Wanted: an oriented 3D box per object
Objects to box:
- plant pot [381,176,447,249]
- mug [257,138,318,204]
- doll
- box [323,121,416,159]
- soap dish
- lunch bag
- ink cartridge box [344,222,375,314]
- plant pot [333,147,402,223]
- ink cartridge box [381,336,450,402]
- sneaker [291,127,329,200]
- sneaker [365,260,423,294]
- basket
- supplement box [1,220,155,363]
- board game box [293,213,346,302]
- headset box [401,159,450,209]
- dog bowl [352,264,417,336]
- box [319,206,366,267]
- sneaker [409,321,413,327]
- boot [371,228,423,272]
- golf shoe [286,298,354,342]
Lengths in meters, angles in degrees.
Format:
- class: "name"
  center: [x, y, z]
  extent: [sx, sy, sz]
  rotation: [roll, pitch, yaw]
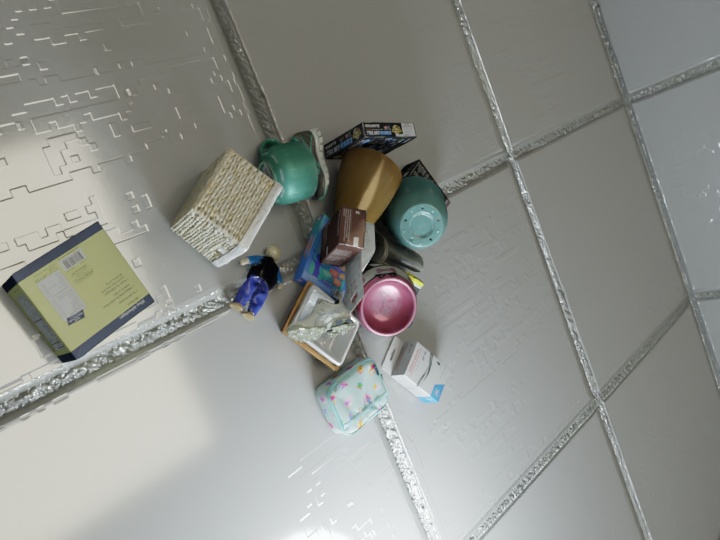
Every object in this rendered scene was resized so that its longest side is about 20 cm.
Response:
- class: "plant pot"
  center: [0.166, -0.156, 1.818]
  extent: [0.196, 0.161, 0.205]
  rotation: [-1, 111, -4]
- class: "mug"
  center: [-0.208, -0.254, 1.630]
  extent: [0.113, 0.183, 0.155]
  rotation: [-21, 118, -35]
- class: "doll"
  center: [-0.258, 0.019, 1.588]
  extent: [0.136, 0.048, 0.202]
  rotation: [41, 60, -26]
- class: "box"
  center: [0.026, -0.369, 1.787]
  extent: [0.195, 0.198, 0.051]
  rotation: [-7, 84, -37]
- class: "soap dish"
  center: [-0.109, 0.150, 1.659]
  extent: [0.199, 0.081, 0.159]
  rotation: [40, 60, -26]
- class: "lunch bag"
  center: [-0.013, 0.342, 1.700]
  extent: [0.198, 0.076, 0.163]
  rotation: [-30, 100, -38]
- class: "ink cartridge box"
  center: [0.000, 0.000, 1.643]
  extent: [0.046, 0.160, 0.204]
  rotation: [3, 66, -16]
- class: "plant pot"
  center: [0.001, -0.203, 1.739]
  extent: [0.185, 0.185, 0.203]
  rotation: [36, 59, -27]
- class: "ink cartridge box"
  center: [0.167, 0.293, 1.857]
  extent: [0.199, 0.066, 0.117]
  rotation: [40, 60, -25]
- class: "sneaker"
  center: [-0.144, -0.293, 1.733]
  extent: [0.089, 0.077, 0.205]
  rotation: [-9, 83, -22]
- class: "sneaker"
  center: [0.094, 0.033, 1.844]
  extent: [0.197, 0.074, 0.086]
  rotation: [23, 96, -18]
- class: "basket"
  center: [-0.322, -0.144, 1.478]
  extent: [0.160, 0.197, 0.203]
  rotation: [35, 62, -22]
- class: "supplement box"
  center: [-0.575, 0.047, 1.280]
  extent: [0.200, 0.133, 0.202]
  rotation: [-42, 107, -35]
- class: "board game box"
  center: [-0.086, -0.030, 1.733]
  extent: [0.151, 0.045, 0.203]
  rotation: [33, 63, -28]
- class: "headset box"
  center: [0.186, -0.219, 1.963]
  extent: [0.201, 0.074, 0.150]
  rotation: [49, 57, -20]
- class: "dog bowl"
  center: [0.071, 0.092, 1.741]
  extent: [0.195, 0.074, 0.205]
  rotation: [-3, 105, -11]
- class: "box"
  center: [-0.048, -0.083, 1.615]
  extent: [0.073, 0.200, 0.103]
  rotation: [9, 73, -17]
- class: "sneaker"
  center: [0.073, 0.113, 1.828]
  extent: [0.199, 0.075, 0.080]
  rotation: [42, 77, -21]
- class: "boot"
  center: [0.106, -0.041, 1.831]
  extent: [0.199, 0.073, 0.183]
  rotation: [36, 21, -30]
- class: "golf shoe"
  center: [-0.111, 0.122, 1.581]
  extent: [0.197, 0.078, 0.099]
  rotation: [-4, 66, -43]
